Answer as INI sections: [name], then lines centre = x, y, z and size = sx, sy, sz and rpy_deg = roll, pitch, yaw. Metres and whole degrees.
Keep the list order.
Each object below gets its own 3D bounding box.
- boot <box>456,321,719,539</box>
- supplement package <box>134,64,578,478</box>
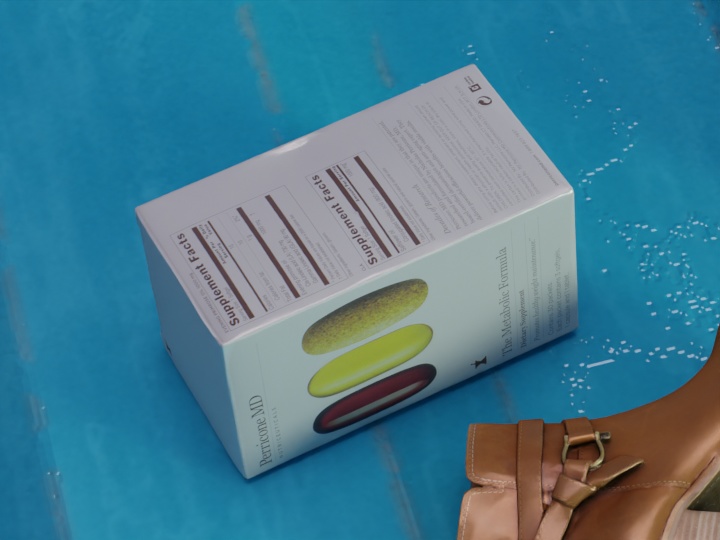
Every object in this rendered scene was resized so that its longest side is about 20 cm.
[boot]
centre = 0.130, 0.086, 1.340
size = 0.154, 0.074, 0.201
rpy_deg = 3, 47, 14
[supplement package]
centre = 0.000, 0.000, 1.397
size = 0.199, 0.114, 0.110
rpy_deg = -24, 50, -14
